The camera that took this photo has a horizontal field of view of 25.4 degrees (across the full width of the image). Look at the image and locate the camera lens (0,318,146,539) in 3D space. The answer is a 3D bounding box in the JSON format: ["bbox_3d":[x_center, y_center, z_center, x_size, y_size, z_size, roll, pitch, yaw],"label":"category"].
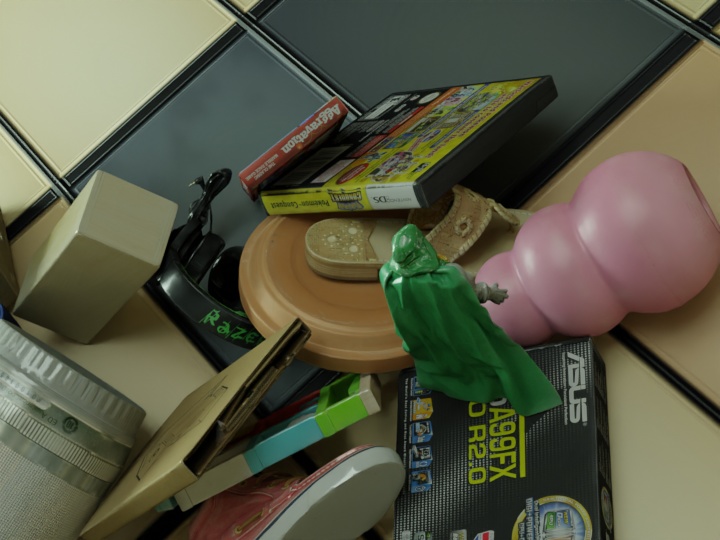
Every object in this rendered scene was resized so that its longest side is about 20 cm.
[{"bbox_3d":[-0.288,0.161,1.298,0.160,0.160,0.200,29,83,37],"label":"camera lens"}]

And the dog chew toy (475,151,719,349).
[{"bbox_3d":[0.174,-0.006,1.227,0.200,0.125,0.125,-29,50,16],"label":"dog chew toy"}]

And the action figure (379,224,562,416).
[{"bbox_3d":[0.065,0.032,1.141,0.118,0.200,0.055,1,58,26],"label":"action figure"}]

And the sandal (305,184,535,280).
[{"bbox_3d":[0.061,-0.039,1.275,0.211,0.070,0.078,-4,47,-8],"label":"sandal"}]

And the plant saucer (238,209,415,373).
[{"bbox_3d":[0.000,0.000,1.306,0.199,0.032,0.201,2,45,-2],"label":"plant saucer"}]

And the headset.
[{"bbox_3d":[-0.116,-0.011,1.366,0.094,0.123,0.200,-55,31,16],"label":"headset"}]

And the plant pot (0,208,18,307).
[{"bbox_3d":[-0.435,-0.027,1.502,0.177,0.200,0.200,-21,51,-1],"label":"plant pot"}]

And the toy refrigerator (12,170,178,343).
[{"bbox_3d":[-0.232,-0.010,1.383,0.200,0.076,0.070,-39,32,56],"label":"toy refrigerator"}]

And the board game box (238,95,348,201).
[{"bbox_3d":[-0.059,-0.102,1.375,0.103,0.200,0.019,-40,92,-2],"label":"board game box"}]

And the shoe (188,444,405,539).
[{"bbox_3d":[-0.056,0.178,1.222,0.200,0.071,0.091,-45,46,19],"label":"shoe"}]

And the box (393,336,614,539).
[{"bbox_3d":[0.106,0.156,1.195,0.160,0.044,0.201,-11,54,21],"label":"box"}]

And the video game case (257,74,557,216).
[{"bbox_3d":[0.040,-0.104,1.334,0.180,0.026,0.200,-1,29,43],"label":"video game case"}]

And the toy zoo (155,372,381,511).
[{"bbox_3d":[-0.076,0.135,1.252,0.200,0.131,0.021,-27,94,4],"label":"toy zoo"}]

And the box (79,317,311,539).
[{"bbox_3d":[-0.131,0.128,1.242,0.200,0.021,0.164,-35,13,51],"label":"box"}]

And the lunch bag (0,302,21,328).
[{"bbox_3d":[-0.381,0.111,1.411,0.136,0.132,0.200,34,72,35],"label":"lunch bag"}]
